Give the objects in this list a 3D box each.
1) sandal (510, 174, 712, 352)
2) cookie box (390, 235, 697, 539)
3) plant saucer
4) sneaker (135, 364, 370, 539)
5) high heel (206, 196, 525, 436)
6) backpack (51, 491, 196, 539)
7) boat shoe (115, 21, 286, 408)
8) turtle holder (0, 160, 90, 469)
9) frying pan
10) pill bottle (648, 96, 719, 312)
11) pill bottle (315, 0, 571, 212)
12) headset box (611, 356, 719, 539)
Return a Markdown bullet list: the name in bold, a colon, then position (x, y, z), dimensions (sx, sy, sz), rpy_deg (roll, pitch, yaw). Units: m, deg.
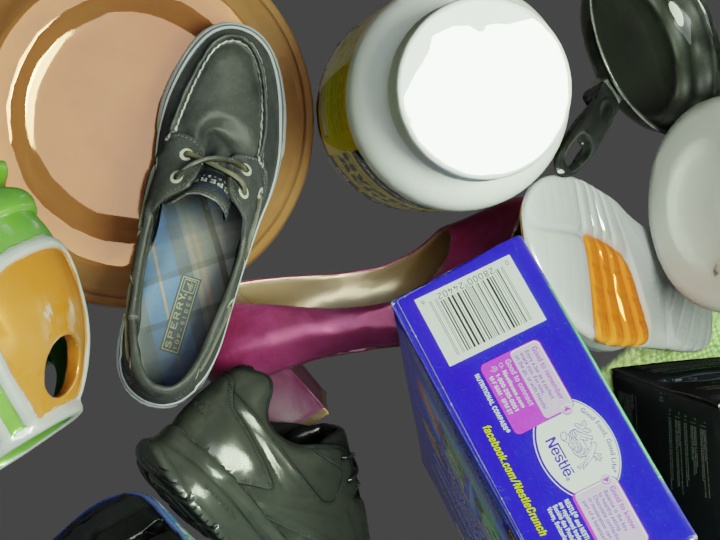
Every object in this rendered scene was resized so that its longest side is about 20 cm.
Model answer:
- **sandal**: position (0.122, 0.010, 0.978), dimensions (0.059, 0.206, 0.080), rpy_deg (-10, 72, 32)
- **cookie box**: position (0.088, 0.109, 0.914), dimensions (0.075, 0.200, 0.172), rpy_deg (-25, 63, -7)
- **plant saucer**: position (-0.121, -0.080, 0.987), dimensions (0.198, 0.037, 0.203), rpy_deg (0, 92, -8)
- **sneaker**: position (-0.025, 0.132, 0.973), dimensions (0.091, 0.076, 0.200), rpy_deg (-48, 120, -15)
- **high heel**: position (0.000, 0.000, 0.993), dimensions (0.199, 0.067, 0.096), rpy_deg (-35, 107, 7)
- **backpack**: position (-0.132, 0.223, 0.927), dimensions (0.200, 0.183, 0.147), rpy_deg (-45, 120, -3)
- **boat shoe**: position (-0.081, -0.030, 0.939), dimensions (0.069, 0.066, 0.202), rpy_deg (18, 85, -8)
- **turtle holder**: position (-0.218, 0.045, 0.917), dimensions (0.185, 0.141, 0.132), rpy_deg (-33, 88, 1)
- **frying pan**: position (0.147, -0.093, 0.987), dimensions (0.115, 0.031, 0.191), rpy_deg (37, 53, -30)
- **pill bottle**: position (0.258, -0.036, 0.982), dimensions (0.198, 0.109, 0.111), rpy_deg (-3, 92, -31)
- **pill bottle**: position (0.042, -0.085, 0.928), dimensions (0.110, 0.200, 0.113), rpy_deg (0, 91, -8)
- **headset box**: position (0.204, 0.140, 0.960), dimensions (0.092, 0.200, 0.176), rpy_deg (-5, 92, -8)
